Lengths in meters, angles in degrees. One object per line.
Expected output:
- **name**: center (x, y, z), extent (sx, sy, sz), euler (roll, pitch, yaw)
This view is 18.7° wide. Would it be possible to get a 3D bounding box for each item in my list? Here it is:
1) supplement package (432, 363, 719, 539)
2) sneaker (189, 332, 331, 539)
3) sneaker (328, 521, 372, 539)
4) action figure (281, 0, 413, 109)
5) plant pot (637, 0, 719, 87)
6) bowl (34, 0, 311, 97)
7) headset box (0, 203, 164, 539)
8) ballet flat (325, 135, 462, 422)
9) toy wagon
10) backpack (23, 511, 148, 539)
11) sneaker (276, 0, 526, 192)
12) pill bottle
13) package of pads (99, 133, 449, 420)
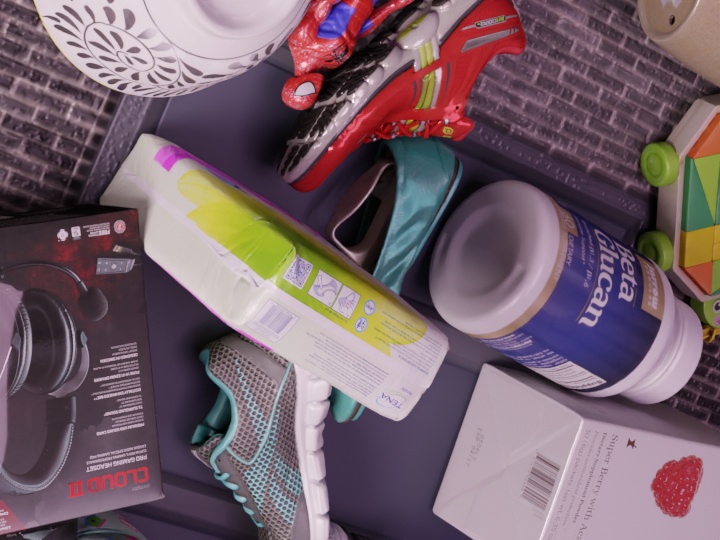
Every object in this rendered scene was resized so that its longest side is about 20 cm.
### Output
- **supplement package**: center (0.177, 0.157, 1.610), extent (0.199, 0.120, 0.122), euler (13, 99, -38)
- **sneaker**: center (-0.071, 0.125, 1.465), extent (0.091, 0.078, 0.201), euler (-6, 108, -17)
- **sneaker**: center (-0.006, 0.279, 1.542), extent (0.113, 0.075, 0.201), euler (10, 98, -23)
- **action figure**: center (0.008, -0.189, 1.400), extent (0.201, 0.052, 0.065), euler (-56, 155, -2)
- **plant pot**: center (0.304, -0.189, 1.551), extent (0.199, 0.187, 0.188), euler (10, 102, -22)
- **bowl**: center (-0.090, -0.190, 1.305), extent (0.200, 0.094, 0.202), euler (-14, 116, -31)
- **headset box**: center (-0.204, 0.069, 1.309), extent (0.148, 0.077, 0.201), euler (-8, 97, -32)
- **ballet flat**: center (0.000, 0.000, 1.468), extent (0.070, 0.067, 0.201), euler (21, 93, -19)
- **toy wagon**: center (0.280, -0.037, 1.661), extent (0.154, 0.040, 0.201), euler (-13, 114, -31)
- **backpack**: center (-0.171, 0.246, 1.393), extent (0.167, 0.126, 0.201), euler (-35, 126, -23)
- **sneaker**: center (0.034, -0.111, 1.421), extent (0.200, 0.077, 0.085), euler (-42, 106, -14)
- **pill bottle**: center (0.152, 0.023, 1.546), extent (0.200, 0.111, 0.111), euler (28, 90, -39)
- **package of pads**: center (-0.052, 0.005, 1.338), extent (0.154, 0.200, 0.068), euler (32, 94, -39)
